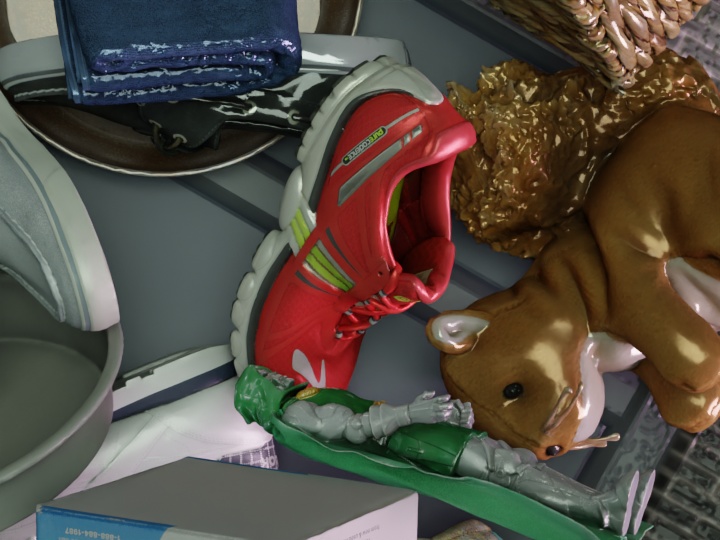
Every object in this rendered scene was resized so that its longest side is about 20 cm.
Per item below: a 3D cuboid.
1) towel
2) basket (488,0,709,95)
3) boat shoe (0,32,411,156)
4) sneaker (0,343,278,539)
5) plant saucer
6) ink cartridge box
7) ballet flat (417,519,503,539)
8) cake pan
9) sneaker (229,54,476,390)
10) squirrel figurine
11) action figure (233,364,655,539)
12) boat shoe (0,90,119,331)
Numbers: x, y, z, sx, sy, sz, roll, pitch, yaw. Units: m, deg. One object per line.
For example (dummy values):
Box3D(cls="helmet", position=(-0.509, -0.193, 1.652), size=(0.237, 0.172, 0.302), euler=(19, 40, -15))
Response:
Box3D(cls="towel", position=(-0.093, -0.164, 1.339), size=(0.112, 0.049, 0.200), euler=(-4, 53, -10))
Box3D(cls="basket", position=(0.088, -0.210, 1.340), size=(0.149, 0.143, 0.200), euler=(-47, 53, -5))
Box3D(cls="boat shoe", position=(-0.074, -0.084, 1.364), size=(0.200, 0.069, 0.057), euler=(0, 86, -5))
Box3D(cls="sneaker", position=(-0.139, 0.105, 1.375), size=(0.200, 0.076, 0.081), euler=(-23, 96, -3))
Box3D(cls="plant saucer", position=(-0.099, -0.144, 1.416), size=(0.200, 0.032, 0.200), euler=(0, 84, -3))
Box3D(cls="ink cartridge box", position=(-0.059, 0.198, 1.262), size=(0.128, 0.125, 0.200), euler=(6, 100, 27))
Box3D(cls="ballet flat", position=(-0.018, 0.172, 1.374), size=(0.200, 0.071, 0.071), euler=(-21, 86, 7))
Box3D(cls="cake pan", position=(-0.203, 0.069, 1.327), size=(0.200, 0.200, 0.037), euler=(-17, 121, -4))
Box3D(cls="sneaker", position=(0.000, 0.000, 1.331), size=(0.085, 0.077, 0.200), euler=(36, 126, 28))
Box3D(cls="squirrel figurine", position=(0.112, -0.008, 1.380), size=(0.187, 0.142, 0.200), euler=(-30, 73, 5))
Box3D(cls="action figure", position=(0.033, 0.083, 1.310), size=(0.200, 0.118, 0.055), euler=(16, 89, 15))
Box3D(cls="boat shoe", position=(-0.182, -0.033, 1.347), size=(0.071, 0.070, 0.201), euler=(-26, 52, -18))
